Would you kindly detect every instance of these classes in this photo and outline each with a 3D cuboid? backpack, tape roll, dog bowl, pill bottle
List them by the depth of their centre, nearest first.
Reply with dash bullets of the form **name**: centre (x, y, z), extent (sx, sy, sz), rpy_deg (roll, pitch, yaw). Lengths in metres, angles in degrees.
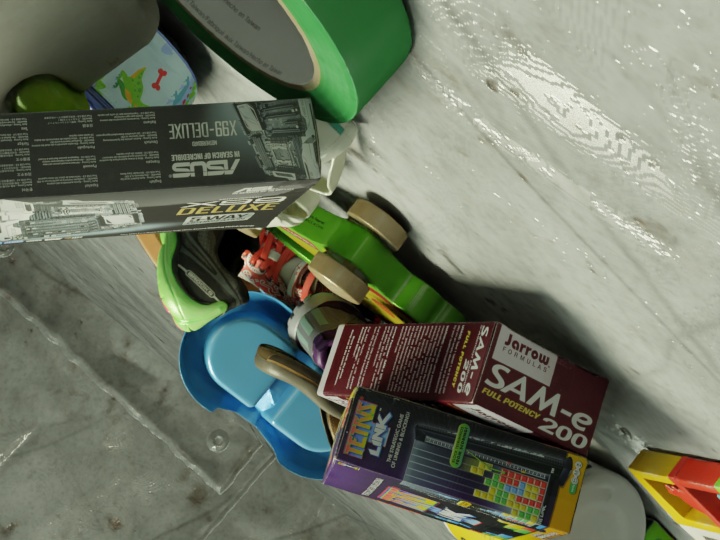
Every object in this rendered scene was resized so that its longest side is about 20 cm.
- **tape roll**: centre (-0.062, -0.165, 0.793), extent (0.200, 0.048, 0.201), rpy_deg (39, 167, 11)
- **backpack**: centre (-0.221, -0.144, 1.118), extent (0.183, 0.147, 0.200), rpy_deg (43, 165, -16)
- **pill bottle**: centre (0.137, 0.195, 1.255), extent (0.114, 0.114, 0.200), rpy_deg (48, 166, -29)
- **dog bowl**: centre (-0.068, 0.094, 1.284), extent (0.200, 0.112, 0.050), rpy_deg (39, -177, -15)

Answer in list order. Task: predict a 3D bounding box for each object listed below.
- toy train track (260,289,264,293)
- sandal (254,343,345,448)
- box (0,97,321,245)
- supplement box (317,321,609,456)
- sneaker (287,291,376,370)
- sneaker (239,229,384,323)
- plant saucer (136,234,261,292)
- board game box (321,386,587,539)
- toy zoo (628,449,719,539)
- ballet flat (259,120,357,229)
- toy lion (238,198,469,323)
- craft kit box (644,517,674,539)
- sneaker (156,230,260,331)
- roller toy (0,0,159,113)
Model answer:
- **toy train track**: centre (-0.082, 0.020, 1.358), extent (0.201, 0.114, 0.032), rpy_deg (56, 143, 1)
- **sandal**: centre (-0.012, 0.133, 1.233), extent (0.199, 0.055, 0.082), rpy_deg (35, 173, -13)
- **box**: centre (-0.136, -0.055, 0.859), extent (0.158, 0.198, 0.050), rpy_deg (154, 110, -72)
- **supplement box**: centre (0.068, 0.083, 1.060), extent (0.108, 0.061, 0.199), rpy_deg (26, 163, -28)
- **sneaker**: centre (0.029, 0.095, 1.221), extent (0.199, 0.075, 0.088), rpy_deg (28, -167, -24)
- **sneaker**: centre (-0.063, -0.008, 1.287), extent (0.201, 0.067, 0.108), rpy_deg (41, 167, -11)
- **plant saucer**: centre (-0.149, -0.027, 1.394), extent (0.201, 0.032, 0.201), rpy_deg (50, -165, -18)
- **board game box**: centre (0.060, 0.145, 1.065), extent (0.164, 0.057, 0.200), rpy_deg (16, 167, 0)
- **toy zoo**: centre (0.264, 0.179, 1.028), extent (0.131, 0.020, 0.200), rpy_deg (44, 167, -11)
- **ballet flat**: centre (-0.051, -0.065, 1.023), extent (0.069, 0.070, 0.200), rpy_deg (41, 155, -1)
- **toy lion**: centre (0.000, 0.000, 1.155), extent (0.199, 0.069, 0.192), rpy_deg (32, 171, 39)
- **craft kit box**: centre (0.260, 0.282, 1.341), extent (0.198, 0.049, 0.200), rpy_deg (48, 166, -17)
- **sneaker**: centre (-0.124, -0.036, 1.227), extent (0.077, 0.083, 0.201), rpy_deg (70, -171, -53)
- **roller toy**: centre (-0.212, -0.191, 0.889), extent (0.200, 0.139, 0.183), rpy_deg (52, -174, -42)
